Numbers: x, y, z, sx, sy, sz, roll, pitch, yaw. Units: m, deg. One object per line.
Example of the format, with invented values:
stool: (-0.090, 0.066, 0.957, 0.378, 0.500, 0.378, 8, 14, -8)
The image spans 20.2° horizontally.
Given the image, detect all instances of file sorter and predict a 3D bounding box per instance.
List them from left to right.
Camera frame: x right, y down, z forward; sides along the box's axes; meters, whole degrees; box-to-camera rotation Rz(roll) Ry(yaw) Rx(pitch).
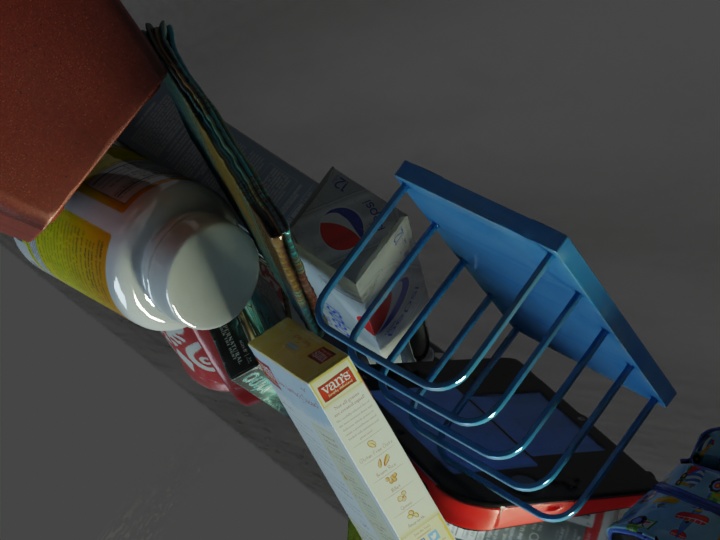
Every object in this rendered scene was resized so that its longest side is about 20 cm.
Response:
file sorter: (0.083, 0.052, 1.279, 0.139, 0.123, 0.200, 27, 165, 40)

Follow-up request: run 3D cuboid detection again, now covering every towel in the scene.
towel: (-0.082, -0.062, 1.368, 0.200, 0.022, 0.147, 57, 174, 30)

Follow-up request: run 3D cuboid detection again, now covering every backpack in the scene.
backpack: (0.250, 0.187, 1.280, 0.182, 0.135, 0.200, 33, 169, 24)

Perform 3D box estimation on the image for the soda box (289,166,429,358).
soda box: (0.000, 0.000, 1.478, 0.068, 0.063, 0.200, 33, 168, 15)

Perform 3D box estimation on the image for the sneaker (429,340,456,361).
sneaker: (0.076, 0.102, 1.672, 0.200, 0.075, 0.085, 32, 163, -3)

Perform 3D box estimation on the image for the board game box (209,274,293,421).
board game box: (-0.084, 0.048, 1.616, 0.135, 0.028, 0.200, 64, -172, 21)

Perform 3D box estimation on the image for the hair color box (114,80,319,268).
hair color box: (-0.104, -0.069, 1.534, 0.200, 0.061, 0.099, 34, 169, 18)

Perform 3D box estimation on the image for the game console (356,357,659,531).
game console: (0.093, 0.117, 1.443, 0.177, 0.031, 0.200, -6, -151, -29)

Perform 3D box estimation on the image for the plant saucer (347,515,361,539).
plant saucer: (0.087, 0.213, 1.717, 0.199, 0.200, 0.048, 18, 147, -24)

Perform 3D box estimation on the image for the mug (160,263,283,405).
mug: (-0.128, 0.008, 1.768, 0.177, 0.133, 0.200, 33, 165, 39)

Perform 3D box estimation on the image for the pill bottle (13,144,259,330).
pill bottle: (-0.161, -0.024, 1.450, 0.200, 0.109, 0.109, 25, 164, 48)

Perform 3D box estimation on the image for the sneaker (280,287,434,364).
sneaker: (-0.003, 0.036, 1.643, 0.200, 0.108, 0.070, -104, -5, -54)

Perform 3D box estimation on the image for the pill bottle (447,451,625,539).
pill bottle: (0.100, 0.170, 1.590, 0.200, 0.114, 0.114, 16, 167, 3)

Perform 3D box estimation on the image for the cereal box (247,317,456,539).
cereal box: (0.003, 0.133, 1.362, 0.200, 0.039, 0.144, 61, 168, -17)

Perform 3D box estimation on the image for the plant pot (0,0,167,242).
plant pot: (-0.244, -0.128, 1.353, 0.176, 0.200, 0.200, 38, 169, -8)
